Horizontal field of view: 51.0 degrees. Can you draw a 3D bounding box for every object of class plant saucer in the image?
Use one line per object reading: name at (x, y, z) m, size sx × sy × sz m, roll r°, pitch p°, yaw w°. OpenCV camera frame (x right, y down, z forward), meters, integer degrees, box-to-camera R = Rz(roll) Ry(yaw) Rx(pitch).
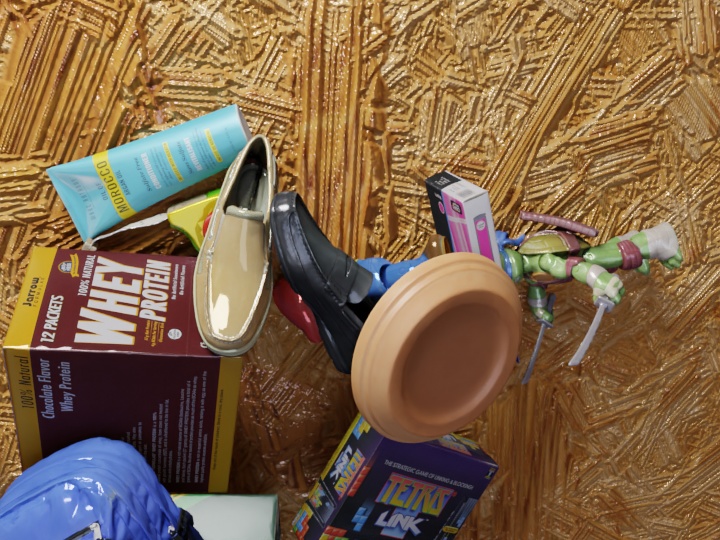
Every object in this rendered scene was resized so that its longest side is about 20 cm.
plant saucer at (0.084, 0.083, 0.730) m, size 0.196 × 0.037 × 0.205 m, roll -14°, pitch 119°, yaw -26°

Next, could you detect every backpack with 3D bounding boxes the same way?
backpack at (-0.222, 0.256, 0.641) m, size 0.160 × 0.168 × 0.204 m, roll -27°, pitch 100°, yaw -5°

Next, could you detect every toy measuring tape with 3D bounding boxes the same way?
toy measuring tape at (-0.172, -0.032, 0.751) m, size 0.196 × 0.074 × 0.075 m, roll -21°, pitch 114°, yaw -6°

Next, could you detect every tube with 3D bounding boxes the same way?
tube at (-0.200, -0.101, 0.737) m, size 0.196 × 0.050 × 0.079 m, roll -23°, pitch 104°, yaw 3°

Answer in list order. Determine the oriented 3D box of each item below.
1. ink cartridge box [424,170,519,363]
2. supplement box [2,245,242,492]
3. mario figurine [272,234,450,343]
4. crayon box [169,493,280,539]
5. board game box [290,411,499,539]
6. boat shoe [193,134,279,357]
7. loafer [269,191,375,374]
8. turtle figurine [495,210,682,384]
ink cartridge box at (0.120, 0.001, 0.809) m, size 0.036 × 0.095 × 0.204 m, roll -23°, pitch 115°, yaw -11°
supplement box at (-0.220, 0.101, 0.733) m, size 0.194 × 0.134 × 0.201 m, roll 3°, pitch 129°, yaw -13°
mario figurine at (0.000, 0.000, 0.787) m, size 0.195 × 0.107 × 0.126 m, roll -11°, pitch 118°, yaw 12°
crayon box at (-0.173, 0.300, 0.827) m, size 0.168 × 0.060 × 0.202 m, roll 3°, pitch 147°, yaw -3°
board game box at (0.044, 0.256, 0.856) m, size 0.198 × 0.057 × 0.167 m, roll 25°, pitch 101°, yaw -37°
boat shoe at (-0.107, -0.029, 0.662) m, size 0.070 × 0.205 × 0.077 m, roll 6°, pitch 152°, yaw -11°
loafer at (-0.022, 0.010, 0.698) m, size 0.069 × 0.069 × 0.203 m, roll -17°, pitch 122°, yaw 16°
turtle figurine at (0.247, 0.027, 0.821) m, size 0.189 × 0.203 × 0.145 m, roll -15°, pitch 145°, yaw -10°
